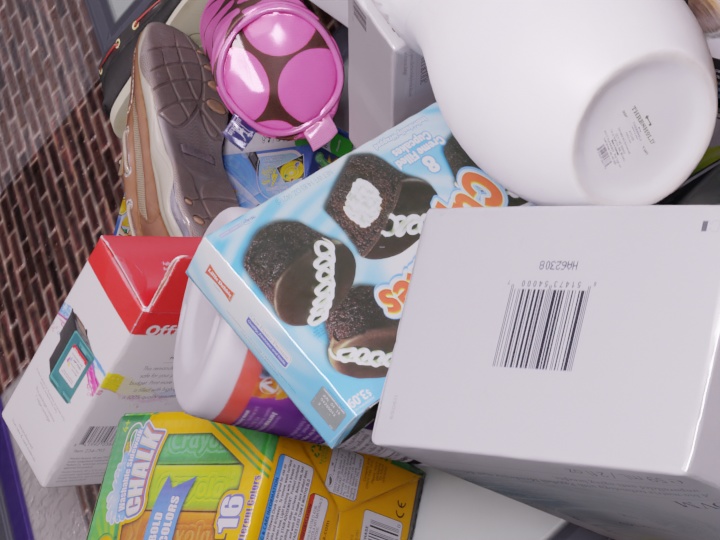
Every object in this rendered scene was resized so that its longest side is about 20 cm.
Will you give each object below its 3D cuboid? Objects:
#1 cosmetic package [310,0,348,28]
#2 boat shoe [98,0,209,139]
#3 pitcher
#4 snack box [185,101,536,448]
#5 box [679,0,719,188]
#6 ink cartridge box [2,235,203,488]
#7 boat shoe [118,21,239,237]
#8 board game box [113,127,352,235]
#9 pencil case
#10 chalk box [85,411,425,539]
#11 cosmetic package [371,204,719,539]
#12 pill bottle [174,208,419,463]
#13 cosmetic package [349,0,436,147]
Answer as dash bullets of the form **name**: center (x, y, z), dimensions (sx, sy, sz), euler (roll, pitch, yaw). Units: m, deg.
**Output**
- **cosmetic package**: center (-0.031, -0.251, 1.525), dimensions (0.051, 0.082, 0.201), euler (-44, 34, 26)
- **boat shoe**: center (-0.118, -0.180, 1.613), dimensions (0.201, 0.073, 0.063), euler (-46, 49, 28)
- **pitcher**: center (0.094, -0.093, 1.104), dimensions (0.121, 0.172, 0.200), euler (-40, 40, -3)
- **snack box**: center (0.022, -0.007, 1.150), dimensions (0.116, 0.199, 0.037), euler (49, 141, 11)
- **box**: center (0.166, -0.154, 1.186), dimensions (0.117, 0.060, 0.202), euler (142, 136, -62)
- **ink cartridge box**: center (-0.127, 0.043, 1.424), dimensions (0.067, 0.116, 0.201), euler (55, 127, 32)
- **boat shoe**: center (-0.132, -0.079, 1.518), dimensions (0.072, 0.075, 0.201), euler (-36, 45, 32)
- **board game box**: center (-0.095, -0.025, 1.532), dimensions (0.199, 0.034, 0.137), euler (-4, 67, 47)
- **pencil case**: center (-0.058, -0.135, 1.466), dimensions (0.091, 0.094, 0.200), euler (-42, 14, 6)
- **chalk box**: center (-0.081, 0.159, 1.343), dimensions (0.199, 0.123, 0.126), euler (-7, 64, 47)
- **cosmetic package**: center (0.150, 0.060, 1.069), dimensions (0.198, 0.199, 0.124), euler (1, 73, 49)
- **pill bottle**: center (0.010, 0.041, 1.219), dimensions (0.111, 0.198, 0.113), euler (-167, 90, -73)
- **cosmetic package**: center (0.040, -0.117, 1.289), dimensions (0.082, 0.200, 0.051), euler (-33, 73, -11)
